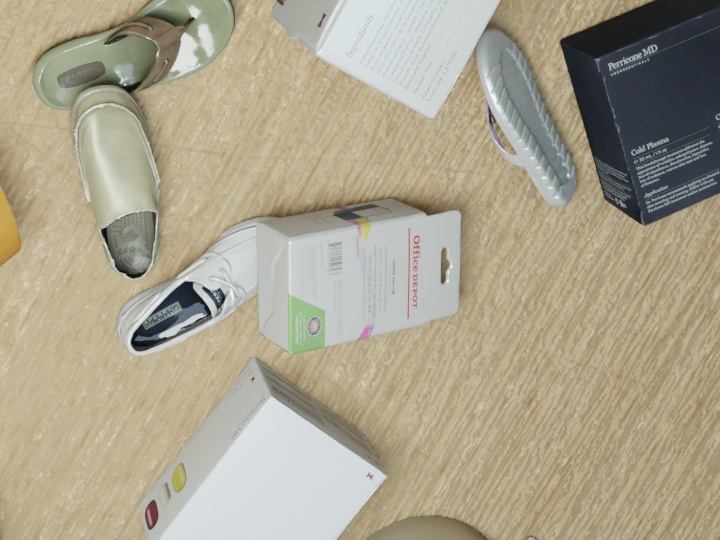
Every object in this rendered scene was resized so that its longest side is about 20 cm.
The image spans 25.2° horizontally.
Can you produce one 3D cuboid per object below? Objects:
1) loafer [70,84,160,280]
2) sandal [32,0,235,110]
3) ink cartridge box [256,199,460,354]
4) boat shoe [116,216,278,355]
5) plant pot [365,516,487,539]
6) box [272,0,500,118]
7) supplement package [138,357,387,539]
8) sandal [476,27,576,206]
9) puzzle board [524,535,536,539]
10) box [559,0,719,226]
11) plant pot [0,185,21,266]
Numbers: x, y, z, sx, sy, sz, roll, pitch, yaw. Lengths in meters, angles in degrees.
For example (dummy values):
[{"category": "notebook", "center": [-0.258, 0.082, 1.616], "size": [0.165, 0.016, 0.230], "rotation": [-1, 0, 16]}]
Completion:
[{"category": "loafer", "center": [-0.220, -0.077, 1.502], "size": [0.075, 0.068, 0.202], "rotation": [-17, 123, -10]}, {"category": "sandal", "center": [-0.205, -0.198, 1.488], "size": [0.200, 0.057, 0.080], "rotation": [-26, 112, -5]}, {"category": "ink cartridge box", "center": [0.000, 0.000, 1.577], "size": [0.198, 0.067, 0.118], "rotation": [-11, 111, -31]}, {"category": "boat shoe", "center": [-0.146, 0.022, 1.570], "size": [0.199, 0.065, 0.074], "rotation": [-37, 112, -1]}, {"category": "plant pot", "center": [0.077, 0.380, 1.699], "size": [0.198, 0.135, 0.203], "rotation": [-2, 105, -9]}, {"category": "box", "center": [0.035, -0.270, 1.451], "size": [0.130, 0.199, 0.201], "rotation": [26, 100, -21]}, {"category": "supplement package", "center": [-0.101, 0.223, 1.624], "size": [0.155, 0.111, 0.201], "rotation": [36, 95, -22]}, {"category": "sandal", "center": [0.153, -0.144, 1.602], "size": [0.049, 0.083, 0.204], "rotation": [-11, 120, 36]}, {"category": "puzzle board", "center": [0.178, 0.414, 1.810], "size": [0.150, 0.017, 0.200], "rotation": [39, 95, -22]}, {"category": "box", "center": [0.327, -0.175, 1.611], "size": [0.198, 0.104, 0.184], "rotation": [-22, 113, -7]}, {"category": "plant pot", "center": [-0.411, -0.033, 1.427], "size": [0.182, 0.200, 0.202], "rotation": [-29, 113, -20]}]
